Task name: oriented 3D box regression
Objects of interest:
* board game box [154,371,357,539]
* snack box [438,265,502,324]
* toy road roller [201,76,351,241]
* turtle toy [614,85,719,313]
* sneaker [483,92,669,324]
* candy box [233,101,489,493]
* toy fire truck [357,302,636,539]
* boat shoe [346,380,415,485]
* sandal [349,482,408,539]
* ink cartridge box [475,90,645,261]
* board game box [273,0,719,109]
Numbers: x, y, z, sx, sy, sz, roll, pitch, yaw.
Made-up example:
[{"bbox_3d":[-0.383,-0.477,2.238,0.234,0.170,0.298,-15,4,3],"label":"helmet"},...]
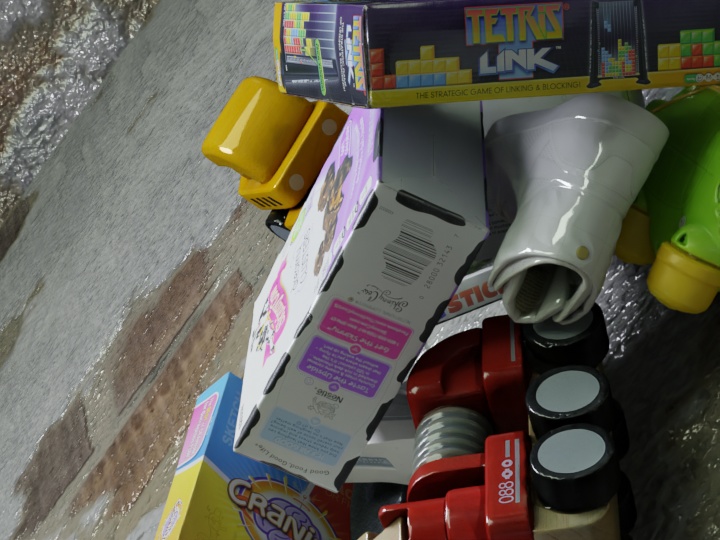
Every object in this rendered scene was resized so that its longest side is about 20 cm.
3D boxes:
[{"bbox_3d":[-0.057,0.183,1.288,0.040,0.153,0.200,-40,25,39],"label":"board game box"},{"bbox_3d":[0.024,0.035,1.342,0.200,0.024,0.072,-21,-1,-5],"label":"snack box"},{"bbox_3d":[-0.049,-0.100,1.743,0.123,0.146,0.200,-60,19,-12],"label":"toy road roller"},{"bbox_3d":[0.208,-0.055,1.106,0.146,0.101,0.200,-65,20,13],"label":"turtle toy"},{"bbox_3d":[0.096,-0.025,1.119,0.116,0.074,0.200,-66,9,-12],"label":"sneaker"},{"bbox_3d":[0.000,0.000,1.176,0.168,0.071,0.200,-88,23,-59],"label":"candy box"},{"bbox_3d":[0.049,0.123,1.102,0.200,0.129,0.176,-9,34,9],"label":"toy fire truck"},{"bbox_3d":[0.035,0.097,1.247,0.200,0.072,0.069,-4,52,37],"label":"boat shoe"},{"bbox_3d":[0.028,0.175,1.282,0.076,0.043,0.200,-44,32,44],"label":"sandal"},{"bbox_3d":[0.098,-0.119,1.252,0.144,0.200,0.084,-11,16,15],"label":"ink cartridge box"},{"bbox_3d":[0.070,-0.125,1.082,0.165,0.200,0.057,-161,67,-70],"label":"board game box"}]
